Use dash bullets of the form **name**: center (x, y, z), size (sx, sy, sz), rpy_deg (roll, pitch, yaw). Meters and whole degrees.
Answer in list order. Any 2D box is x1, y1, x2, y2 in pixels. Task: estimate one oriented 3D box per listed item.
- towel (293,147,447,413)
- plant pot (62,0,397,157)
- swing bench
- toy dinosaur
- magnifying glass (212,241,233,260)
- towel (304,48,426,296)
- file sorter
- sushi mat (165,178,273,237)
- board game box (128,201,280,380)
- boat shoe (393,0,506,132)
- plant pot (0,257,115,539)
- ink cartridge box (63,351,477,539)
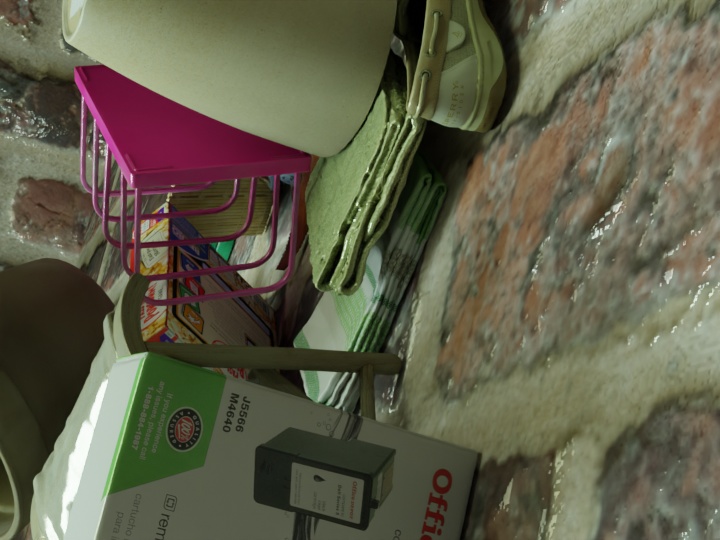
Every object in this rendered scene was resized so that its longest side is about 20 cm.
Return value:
- **towel**: center (0.000, 0.000, 1.046), size (0.149, 0.031, 0.201), rpy_deg (-117, 47, -66)
- **plant pot**: center (-0.102, -0.187, 1.005), size (0.187, 0.199, 0.188), rpy_deg (-173, 90, -67)
- **swing bench**: center (-0.099, 0.137, 0.927), size (0.130, 0.199, 0.199), rpy_deg (-93, 26, -50)
- **toy dinosaur**: center (-0.020, -0.105, 1.206), size (0.181, 0.105, 0.201), rpy_deg (5, 111, 64)
- **magnifying glass**: center (-0.185, -0.010, 1.665), size (0.200, 0.022, 0.080), rpy_deg (135, 148, -59)
- **towel**: center (0.002, -0.075, 1.026), size (0.200, 0.036, 0.149), rpy_deg (-105, 37, -66)
- **file sorter**: center (-0.142, -0.074, 1.150), size (0.200, 0.139, 0.126), rpy_deg (-126, 36, -52)
- **sushi mat**: center (-0.129, -0.074, 1.354), size (0.200, 0.012, 0.096), rpy_deg (-7, -56, -64)
- **board game box**: center (-0.130, 0.050, 1.201), size (0.046, 0.152, 0.200), rpy_deg (-35, 28, 14)
- **boat shoe**: center (0.046, -0.168, 0.964), size (0.073, 0.063, 0.201), rpy_deg (109, 158, -43)
- **plant pot**: center (-0.277, 0.083, 1.107), size (0.173, 0.200, 0.200), rpy_deg (-41, -7, -40)
- **ink cartridge box**: center (-0.051, 0.142, 0.772), size (0.084, 0.199, 0.146), rpy_deg (-18, 57, 67)
